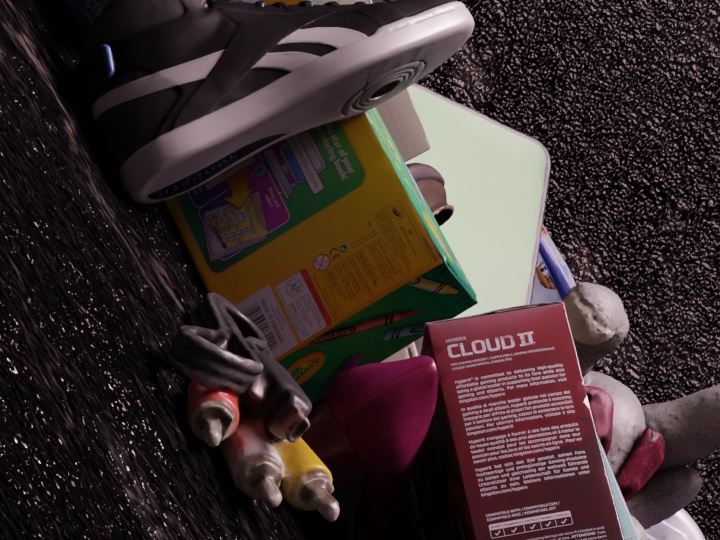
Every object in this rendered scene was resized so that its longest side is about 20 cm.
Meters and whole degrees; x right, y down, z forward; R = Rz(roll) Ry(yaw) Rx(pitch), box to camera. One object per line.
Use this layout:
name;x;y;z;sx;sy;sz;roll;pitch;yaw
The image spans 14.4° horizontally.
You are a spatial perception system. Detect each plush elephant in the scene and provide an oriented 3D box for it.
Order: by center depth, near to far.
plush elephant;0.116;0.130;1.615;0.165;0.200;0.155;39;39;-31

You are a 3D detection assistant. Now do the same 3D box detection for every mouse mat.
mouse mat;0.025;-0.048;1.735;0.199;0.008;0.162;23;57;-19

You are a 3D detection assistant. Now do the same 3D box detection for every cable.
cable;-0.066;0.050;1.305;0.097;0.050;0.200;38;2;-22

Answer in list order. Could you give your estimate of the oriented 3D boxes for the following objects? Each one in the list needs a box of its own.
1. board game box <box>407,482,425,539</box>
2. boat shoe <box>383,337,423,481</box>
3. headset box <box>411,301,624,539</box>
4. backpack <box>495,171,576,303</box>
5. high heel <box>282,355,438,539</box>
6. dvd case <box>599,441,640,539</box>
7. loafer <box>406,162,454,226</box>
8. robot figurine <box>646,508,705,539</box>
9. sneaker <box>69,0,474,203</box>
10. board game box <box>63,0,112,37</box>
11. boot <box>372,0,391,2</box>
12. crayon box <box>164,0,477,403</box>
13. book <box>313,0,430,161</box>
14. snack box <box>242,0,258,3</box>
board game box;0.027;0.121;1.668;0.201;0.019;0.103;59;9;3
boat shoe;0.021;0.049;1.620;0.200;0.067;0.057;-82;154;-62
headset box;0.076;0.121;1.403;0.149;0.075;0.201;97;-17;-63
backpack;0.065;0.026;1.855;0.200;0.153;0.191;-85;154;-84
high heel;0.019;0.091;1.410;0.068;0.096;0.200;60;7;13
dvd case;0.118;0.201;1.486;0.201;0.022;0.146;98;-20;-44
loafer;0.000;0.000;1.600;0.071;0.073;0.200;54;35;0
robot figurine;0.154;0.194;1.777;0.169;0.113;0.200;36;-11;2
sneaker;-0.050;-0.124;1.425;0.112;0.199;0.073;61;-16;14
board game box;-0.172;-0.208;1.584;0.200;0.034;0.135;58;7;-16
boot;-0.022;-0.095;1.904;0.073;0.199;0.163;26;-23;-3
crayon box;-0.036;-0.040;1.486;0.201;0.118;0.058;63;8;30
book;-0.023;-0.167;1.643;0.201;0.048;0.134;63;0;-20
snack box;-0.115;-0.210;1.563;0.169;0.067;0.200;62;5;10
